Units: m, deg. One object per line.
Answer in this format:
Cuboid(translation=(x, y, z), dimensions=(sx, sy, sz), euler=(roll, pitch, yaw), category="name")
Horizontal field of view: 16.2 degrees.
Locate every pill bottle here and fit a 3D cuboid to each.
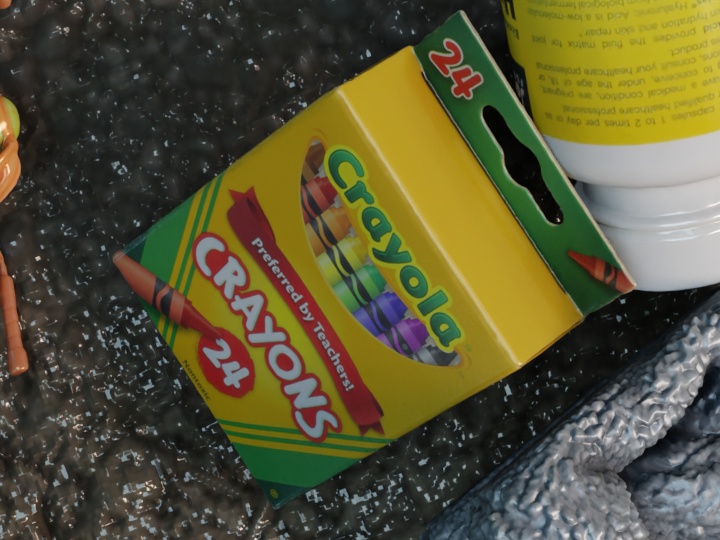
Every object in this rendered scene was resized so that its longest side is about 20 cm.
Cuboid(translation=(0.108, -0.099, 0.942), dimensions=(0.111, 0.111, 0.201), euler=(-7, 114, 11), category="pill bottle")

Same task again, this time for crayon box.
Cuboid(translation=(0.000, 0.000, 0.989), dimensions=(0.200, 0.051, 0.127), euler=(-35, 89, 46), category="crayon box")

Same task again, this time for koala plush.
Cuboid(translation=(0.155, 0.121, 0.969), dimensions=(0.183, 0.177, 0.200), euler=(-38, 86, -12), category="koala plush")

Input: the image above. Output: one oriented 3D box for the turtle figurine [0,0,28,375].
Cuboid(translation=(-0.202, -0.042, 1.032), dimensions=(0.160, 0.064, 0.201), euler=(-12, 102, -24), category="turtle figurine")
